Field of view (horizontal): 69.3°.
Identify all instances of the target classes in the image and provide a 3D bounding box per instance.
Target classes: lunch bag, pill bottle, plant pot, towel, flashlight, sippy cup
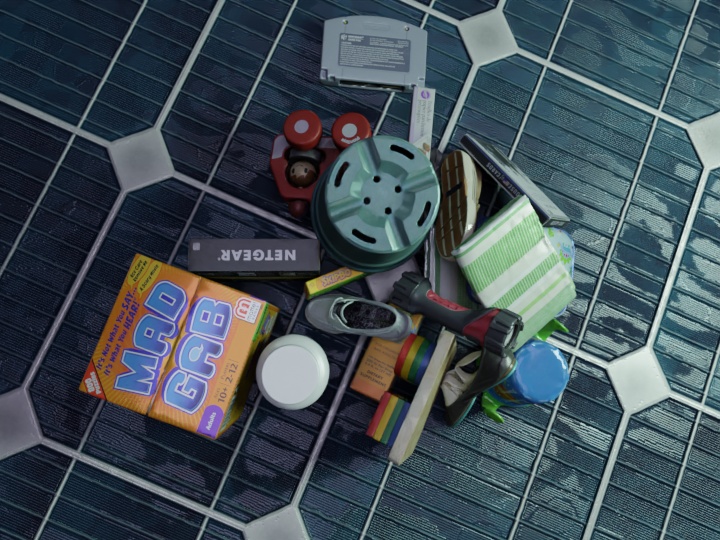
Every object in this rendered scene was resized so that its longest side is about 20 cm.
[{"bbox_3d":[0.273,-0.003,0.891,0.199,0.082,0.162,11,82,-32],"label":"lunch bag"},{"bbox_3d":[-0.104,0.157,0.816,0.110,0.200,0.112,0,83,-4],"label":"pill bottle"},{"bbox_3d":[0.022,-0.096,0.744,0.198,0.196,0.202,0,91,-2],"label":"plant pot"},{"bbox_3d":[0.191,0.003,0.905,0.199,0.031,0.151,3,88,-32],"label":"towel"},{"bbox_3d":[0.143,0.057,0.788,0.199,0.067,0.068,29,111,34],"label":"flashlight"},{"bbox_3d":[0.278,0.167,0.878,0.138,0.130,0.180,4,82,-4],"label":"sippy cup"},{"bbox_3d":[0.242,0.006,0.806,0.152,0.023,0.201,-39,111,-8],"label":"towel"}]

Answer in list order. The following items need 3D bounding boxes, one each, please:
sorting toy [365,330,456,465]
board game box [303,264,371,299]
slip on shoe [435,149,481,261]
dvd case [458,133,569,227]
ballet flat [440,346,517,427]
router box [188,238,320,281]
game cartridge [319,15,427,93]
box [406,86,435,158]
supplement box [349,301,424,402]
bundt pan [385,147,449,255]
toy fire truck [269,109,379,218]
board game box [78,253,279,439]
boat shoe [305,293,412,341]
[{"bbox_3d":[0.083,0.192,0.834,0.069,0.200,0.200,23,81,16],"label":"sorting toy"},{"bbox_3d":[0.000,0.000,0.891,0.198,0.096,0.030,-19,85,-11],"label":"board game box"},{"bbox_3d":[0.166,-0.102,0.845,0.060,0.076,0.201,25,54,-30],"label":"slip on shoe"},{"bbox_3d":[0.267,-0.152,0.893,0.025,0.150,0.200,-47,68,26],"label":"dvd case"},{"bbox_3d":[0.178,0.182,0.858,0.068,0.201,0.068,34,38,6],"label":"ballet flat"},{"bbox_3d":[-0.164,-0.014,0.856,0.198,0.157,0.053,0,83,-5],"label":"router box"},{"bbox_3d":[0.025,-0.410,0.983,0.198,0.041,0.134,5,86,-4],"label":"game cartridge"},{"bbox_3d":[0.098,-0.212,0.886,0.038,0.041,0.202,7,78,-2],"label":"box"},{"bbox_3d":[0.054,0.123,0.895,0.066,0.069,0.201,23,79,13],"label":"supplement box"},{"bbox_3d":[0.116,-0.131,0.933,0.200,0.076,0.204,1,83,-5],"label":"bundt pan"},{"bbox_3d":[-0.060,-0.169,0.891,0.198,0.112,0.170,5,75,6],"label":"toy fire truck"},{"bbox_3d":[-0.260,0.114,0.810,0.198,0.200,0.202,20,82,-1],"label":"board game box"},{"bbox_3d":[-0.014,0.070,0.862,0.199,0.071,0.071,7,72,28],"label":"boat shoe"}]
